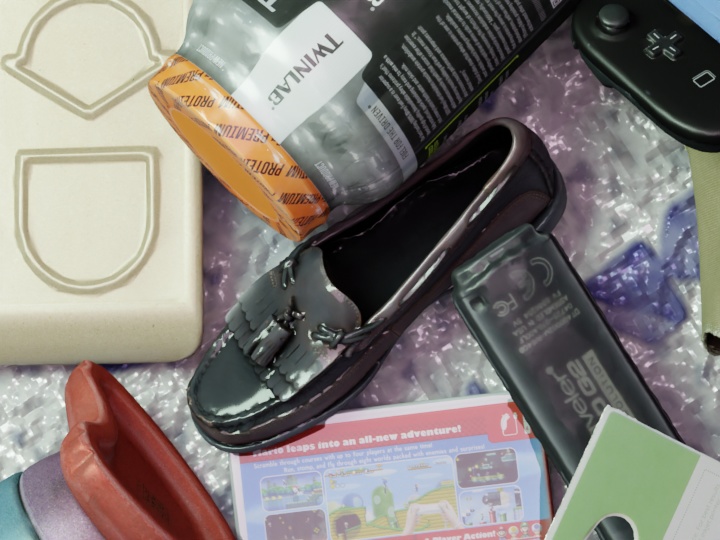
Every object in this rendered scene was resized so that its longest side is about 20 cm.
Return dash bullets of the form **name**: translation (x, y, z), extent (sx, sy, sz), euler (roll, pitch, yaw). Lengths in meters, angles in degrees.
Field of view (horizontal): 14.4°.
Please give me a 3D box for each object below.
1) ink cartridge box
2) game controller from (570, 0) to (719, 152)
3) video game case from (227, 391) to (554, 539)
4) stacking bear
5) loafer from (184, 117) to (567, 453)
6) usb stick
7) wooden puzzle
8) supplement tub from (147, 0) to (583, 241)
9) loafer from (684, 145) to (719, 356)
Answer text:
- **ink cartridge box**: translation (0.148, 0.158, 1.203), extent (0.199, 0.048, 0.146), euler (27, 86, -18)
- **game controller**: translation (0.190, -0.122, 1.233), extent (0.199, 0.042, 0.104), euler (-32, 48, -22)
- **video game case**: translation (0.021, 0.160, 1.264), extent (0.142, 0.017, 0.201), euler (-7, 83, 3)
- **stacking bear**: translation (-0.158, 0.154, 1.233), extent (0.200, 0.122, 0.114), euler (-39, 107, 8)
- **loafer**: translation (0.000, 0.000, 1.254), extent (0.200, 0.063, 0.072), euler (-37, 62, -3)
- **usb stick**: translation (0.109, 0.074, 1.239), extent (0.055, 0.033, 0.201), euler (-33, 96, -6)
- **wooden puzzle**: translation (-0.161, -0.058, 1.289), extent (0.184, 0.046, 0.201), euler (-1, 88, 4)
- **supplement tub**: translation (0.010, -0.115, 1.233), extent (0.123, 0.123, 0.200), euler (43, 80, 7)
- **loafer**: translation (0.176, 0.005, 1.242), extent (0.067, 0.076, 0.201), euler (-23, 82, -6)
